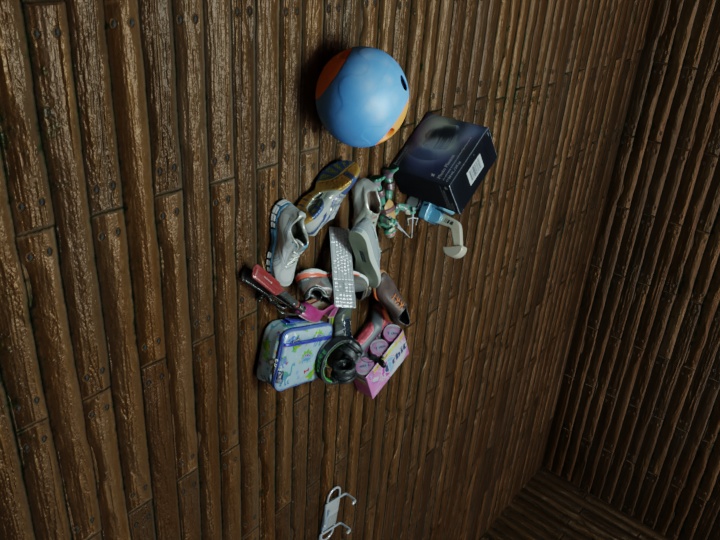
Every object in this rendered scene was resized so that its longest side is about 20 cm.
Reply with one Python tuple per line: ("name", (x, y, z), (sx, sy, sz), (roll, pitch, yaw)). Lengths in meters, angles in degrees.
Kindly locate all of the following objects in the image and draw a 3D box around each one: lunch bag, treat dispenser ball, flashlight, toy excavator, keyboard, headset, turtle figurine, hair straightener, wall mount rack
("lunch bag", (-0.156, 0.193, 1.633), (0.198, 0.081, 0.164), (-1, 108, -56))
("treat dispenser ball", (0.004, -0.361, 1.413), (0.200, 0.199, 0.204), (-32, 134, -40))
("flashlight", (0.017, 0.167, 1.882), (0.200, 0.067, 0.068), (-47, 147, -21))
("toy excavator", (0.225, -0.153, 1.852), (0.099, 0.198, 0.198), (16, 96, -56))
("keyboard", (-0.044, -0.009, 1.613), (0.055, 0.011, 0.204), (8, 66, -31))
("headset", (-0.024, 0.230, 1.700), (0.198, 0.093, 0.126), (1, 112, -48))
("turtle figurine", (0.077, -0.155, 1.733), (0.150, 0.099, 0.204), (-55, 135, -57))
("hair straightener", (-0.194, 0.050, 1.505), (0.199, 0.076, 0.042), (37, 55, -43))
("wall mount rack", (-0.090, 0.780, 2.085), (0.172, 0.074, 0.204), (-15, 121, -50))

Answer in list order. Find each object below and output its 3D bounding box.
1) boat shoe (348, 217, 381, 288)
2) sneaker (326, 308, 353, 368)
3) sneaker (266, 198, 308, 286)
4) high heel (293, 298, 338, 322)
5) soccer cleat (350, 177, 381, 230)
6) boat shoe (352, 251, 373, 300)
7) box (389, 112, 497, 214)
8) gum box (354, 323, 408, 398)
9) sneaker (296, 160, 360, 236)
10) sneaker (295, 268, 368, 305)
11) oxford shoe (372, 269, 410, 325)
("boat shoe", (0.024, -0.043, 1.644), (0.072, 0.069, 0.203), (-53, 147, -32))
("sneaker", (-0.044, 0.171, 1.776), (0.073, 0.080, 0.204), (-7, 115, -53))
("sneaker", (-0.154, -0.048, 1.485), (0.074, 0.086, 0.204), (-28, 132, -45))
("high heel", (-0.093, 0.071, 1.651), (0.199, 0.067, 0.097), (7, 113, -60))
("soccer cleat", (0.017, -0.134, 1.681), (0.069, 0.077, 0.203), (-38, 138, -35))
("boat shoe", (0.000, 0.000, 1.732), (0.074, 0.073, 0.202), (-56, 147, -36))
("box", (0.215, -0.283, 1.762), (0.202, 0.196, 0.124), (-55, 143, -16))
("gum box", (0.061, 0.260, 1.991), (0.200, 0.065, 0.115), (-48, 144, -27))
("sneaker", (-0.074, -0.167, 1.552), (0.200, 0.075, 0.089), (-47, 154, -17))
("sneaker", (-0.065, 0.050, 1.624), (0.197, 0.083, 0.077), (3, 150, -31))
("oxford shoe", (0.089, 0.074, 1.804), (0.072, 0.072, 0.201), (-51, 141, -22))
